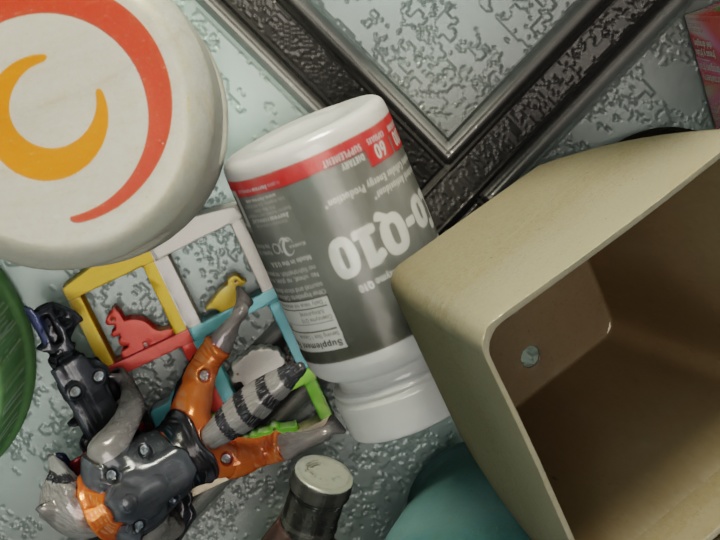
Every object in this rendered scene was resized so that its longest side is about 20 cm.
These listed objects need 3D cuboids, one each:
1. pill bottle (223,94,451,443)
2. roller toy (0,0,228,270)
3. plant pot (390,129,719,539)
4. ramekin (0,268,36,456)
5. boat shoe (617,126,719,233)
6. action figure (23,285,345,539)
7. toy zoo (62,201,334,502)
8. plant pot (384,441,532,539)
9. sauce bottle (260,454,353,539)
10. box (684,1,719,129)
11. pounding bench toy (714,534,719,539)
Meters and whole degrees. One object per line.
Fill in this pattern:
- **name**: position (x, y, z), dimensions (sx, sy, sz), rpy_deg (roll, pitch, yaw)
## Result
- **pill bottle**: position (0.000, 0.000, 0.958), dimensions (0.113, 0.114, 0.202), rpy_deg (-24, 103, -1)
- **roller toy**: position (-0.175, -0.091, 0.908), dimensions (0.182, 0.140, 0.201), rpy_deg (34, 92, -1)
- **plant pot**: position (0.133, 0.039, 0.865), dimensions (0.199, 0.177, 0.201), rpy_deg (-34, 116, -16)
- **ramekin**: position (-0.313, 0.070, 0.946), dimensions (0.197, 0.098, 0.203), rpy_deg (-1, 102, -5)
- **boat shoe**: position (0.227, -0.040, 0.930), dimensions (0.071, 0.200, 0.069), rpy_deg (-20, 109, -7)
- **action figure**: position (-0.133, 0.094, 0.949), dimensions (0.193, 0.105, 0.201), rpy_deg (-37, 106, -8)
- **toy zoo**: position (-0.113, 0.044, 1.002), dimensions (0.130, 0.020, 0.202), rpy_deg (-25, 103, 0)
- **plant pot**: position (0.090, 0.215, 0.957), dimensions (0.197, 0.189, 0.202), rpy_deg (2, 123, 3)
- **sauce bottle**: position (-0.050, 0.215, 0.996), dimensions (0.065, 0.066, 0.202), rpy_deg (12, 115, -8)
- **box**: position (0.289, -0.128, 0.917), dimensions (0.102, 0.200, 0.096), rpy_deg (-20, 103, -4)
- **pounding bench toy**: position (0.246, 0.166, 0.973), dimensions (0.154, 0.200, 0.126), rpy_deg (-17, 102, -2)
